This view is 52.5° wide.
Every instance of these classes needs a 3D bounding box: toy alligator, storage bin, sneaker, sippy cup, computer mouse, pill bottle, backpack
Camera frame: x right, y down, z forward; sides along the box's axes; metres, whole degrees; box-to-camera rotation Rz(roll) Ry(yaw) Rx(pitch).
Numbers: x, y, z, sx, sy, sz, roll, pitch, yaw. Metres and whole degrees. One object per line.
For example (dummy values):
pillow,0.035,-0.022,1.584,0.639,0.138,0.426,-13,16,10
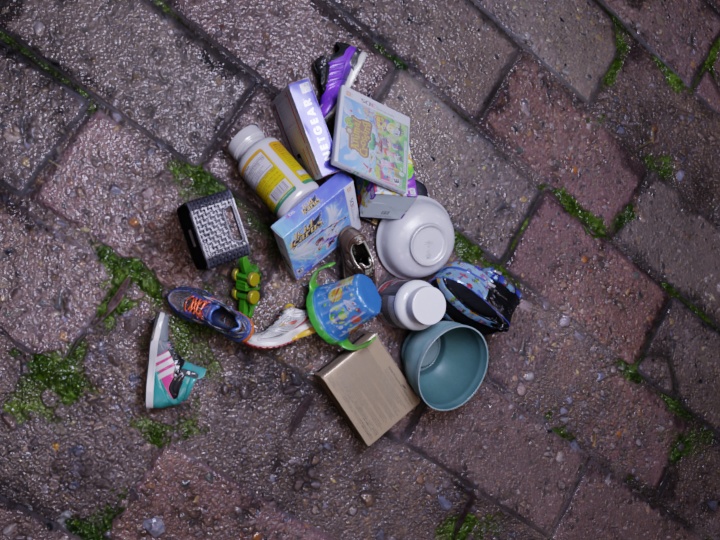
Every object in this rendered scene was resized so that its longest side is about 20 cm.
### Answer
toy alligator,-0.243,0.058,1.595,0.054,0.059,0.203,-19,117,-52
storage bin,-0.304,-0.080,1.491,0.093,0.200,0.137,-20,96,-18
sneaker,0.000,0.000,1.639,0.070,0.075,0.202,-29,122,-17
sippy cup,-0.029,0.075,1.600,0.178,0.129,0.141,43,32,-34
sneaker,-0.170,0.121,1.613,0.198,0.078,0.083,-20,93,-28
computer mouse,0.068,-0.169,1.708,0.198,0.046,0.142,20,82,-19
pill bottle,-0.190,-0.210,1.559,0.113,0.113,0.200,-40,80,-15
pill bottle,0.112,0.077,1.642,0.109,0.200,0.112,0,89,-21
backpack,0.250,0.057,1.706,0.199,0.182,0.135,38,60,-11
sneaker,-0.382,0.191,1.523,0.119,0.084,0.203,5,96,-15
sneaker,-0.317,0.084,1.533,0.198,0.079,0.076,21,78,6
sneaker,-0.070,-0.430,1.653,0.099,0.070,0.202,30,76,-10

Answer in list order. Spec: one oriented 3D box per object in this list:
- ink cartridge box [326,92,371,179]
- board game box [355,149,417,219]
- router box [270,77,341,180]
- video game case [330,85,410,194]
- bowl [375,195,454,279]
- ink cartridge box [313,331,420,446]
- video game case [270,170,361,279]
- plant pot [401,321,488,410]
ink cartridge box,-0.031,-0.305,1.646,0.037,0.095,0.202,23,82,-14
board game box,0.050,-0.230,1.631,0.103,0.103,0.203,2,64,-20
router box,-0.119,-0.291,1.570,0.048,0.179,0.202,-23,98,-17
video game case,0.026,-0.278,1.549,0.180,0.022,0.202,20,59,-26
bowl,0.142,-0.068,1.690,0.198,0.090,0.204,-5,104,-19
ink cartridge box,0.015,0.269,1.674,0.164,0.075,0.201,-36,101,-18
video game case,-0.091,-0.095,1.587,0.200,0.182,0.045,-41,63,-16
plant pot,0.177,0.202,1.687,0.198,0.134,0.203,-11,111,-29
